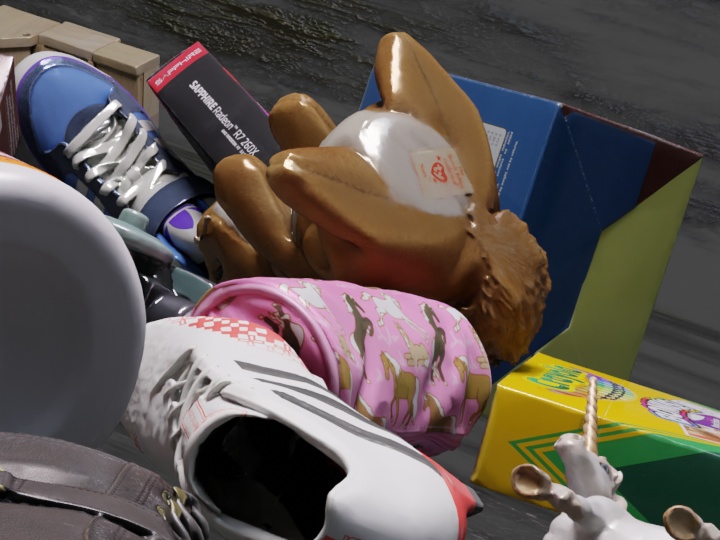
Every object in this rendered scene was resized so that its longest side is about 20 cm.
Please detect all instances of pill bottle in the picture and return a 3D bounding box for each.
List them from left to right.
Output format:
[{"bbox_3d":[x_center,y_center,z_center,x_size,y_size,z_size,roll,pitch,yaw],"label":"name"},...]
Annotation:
[{"bbox_3d":[-0.165,0.001,0.614,0.113,0.114,0.200,14,7,-38],"label":"pill bottle"}]

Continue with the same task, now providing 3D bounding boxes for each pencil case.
[{"bbox_3d":[-0.006,0.048,0.826,0.082,0.087,0.200,4,0,23],"label":"pencil case"}]

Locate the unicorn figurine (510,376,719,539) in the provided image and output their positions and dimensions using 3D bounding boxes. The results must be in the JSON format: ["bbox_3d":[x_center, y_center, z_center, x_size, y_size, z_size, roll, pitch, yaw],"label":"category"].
[{"bbox_3d":[0.108,0.109,0.703,0.200,0.074,0.137,40,8,37],"label":"unicorn figurine"}]

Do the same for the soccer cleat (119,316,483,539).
[{"bbox_3d":[-0.043,0.061,0.664,0.085,0.069,0.200,19,7,-45],"label":"soccer cleat"}]

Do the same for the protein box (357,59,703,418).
[{"bbox_3d":[0.085,-0.018,1.202,0.134,0.200,0.200,15,5,-36],"label":"protein box"}]

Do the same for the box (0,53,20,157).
[{"bbox_3d":[-0.321,-0.103,1.147,0.199,0.075,0.100,14,-28,-1],"label":"box"}]

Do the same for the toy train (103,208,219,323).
[{"bbox_3d":[-0.144,0.009,0.847,0.199,0.086,0.114,18,-8,27],"label":"toy train"}]

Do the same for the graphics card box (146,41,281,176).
[{"bbox_3d":[-0.058,-0.056,1.181,0.126,0.051,0.200,55,-4,-40],"label":"graphics card box"}]

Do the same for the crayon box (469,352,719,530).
[{"bbox_3d":[0.159,0.101,0.969,0.172,0.059,0.200,18,5,10],"label":"crayon box"}]

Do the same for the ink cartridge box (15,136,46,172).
[{"bbox_3d":[-0.256,-0.077,1.330,0.145,0.084,0.200,14,6,-33],"label":"ink cartridge box"}]

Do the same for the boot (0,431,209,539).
[{"bbox_3d":[-0.051,0.078,0.423,0.199,0.070,0.174,15,6,-3],"label":"boot"}]

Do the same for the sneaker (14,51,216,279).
[{"bbox_3d":[-0.139,-0.058,1.195,0.200,0.081,0.146,54,-16,-26],"label":"sneaker"}]

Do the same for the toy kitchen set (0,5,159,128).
[{"bbox_3d":[-0.327,-0.138,1.787,0.199,0.164,0.180,19,33,25],"label":"toy kitchen set"}]

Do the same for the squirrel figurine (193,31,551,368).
[{"bbox_3d":[0.000,0.000,1.000,0.200,0.142,0.187,40,-43,-13],"label":"squirrel figurine"}]
